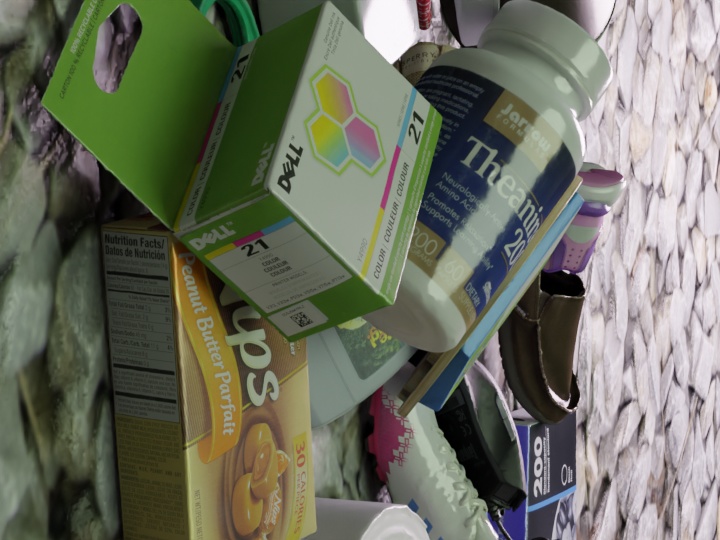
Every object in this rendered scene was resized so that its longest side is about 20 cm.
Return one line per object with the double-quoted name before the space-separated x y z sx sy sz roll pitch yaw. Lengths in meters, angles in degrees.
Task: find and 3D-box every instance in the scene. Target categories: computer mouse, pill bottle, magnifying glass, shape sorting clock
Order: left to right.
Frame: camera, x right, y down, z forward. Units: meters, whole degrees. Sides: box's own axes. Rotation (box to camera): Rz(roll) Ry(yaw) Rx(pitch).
"magnifying glass" -0.064 -0.102 1.235 0.200 0.022 0.080 55 43 -57
"pill bottle" 0.064 -0.060 1.212 0.200 0.111 0.111 -54 146 -16
"computer mouse" 0.082 0.145 1.509 0.046 0.140 0.200 -22 80 -32
"shape sorting clock" 0.084 0.015 1.367 0.200 0.039 0.200 -54 174 -8

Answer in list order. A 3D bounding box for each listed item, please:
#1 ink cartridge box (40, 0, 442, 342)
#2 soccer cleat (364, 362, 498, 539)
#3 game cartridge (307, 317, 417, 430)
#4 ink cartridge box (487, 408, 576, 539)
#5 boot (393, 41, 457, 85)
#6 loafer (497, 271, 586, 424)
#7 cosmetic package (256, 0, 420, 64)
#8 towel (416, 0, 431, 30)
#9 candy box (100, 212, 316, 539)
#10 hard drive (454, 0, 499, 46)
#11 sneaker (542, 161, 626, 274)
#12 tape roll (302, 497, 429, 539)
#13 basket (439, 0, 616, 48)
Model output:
"ink cartridge box" -0.057 -0.082 1.075 0.200 0.076 0.148 44 43 -30
"soccer cleat" 0.057 0.158 1.461 0.070 0.086 0.201 -41 129 -60
"game cartridge" 0.000 0.000 1.275 0.200 0.041 0.133 -47 131 -28
"ink cartridge box" 0.136 0.219 1.715 0.200 0.043 0.199 -6 97 -66
"boot" 0.034 -0.085 1.410 0.200 0.073 0.156 20 69 -60
"loafer" 0.149 0.035 1.661 0.073 0.071 0.201 -54 131 -57
"cosmetic package" -0.022 -0.223 1.261 0.101 0.071 0.201 -50 137 -57
"towel" 0.036 -0.248 1.339 0.200 0.022 0.145 86 -4 -84
"candy box" -0.082 0.064 1.136 0.115 0.055 0.201 -18 108 -54
"hard drive" 0.060 -0.259 1.263 0.132 0.026 0.201 85 -2 -67
"sneaker" 0.120 -0.050 1.519 0.080 0.200 0.089 2 105 -25
"tape roll" -0.013 0.248 1.323 0.202 0.071 0.203 2 90 -67
"basket" 0.110 -0.268 1.445 0.200 0.135 0.181 72 13 -59
